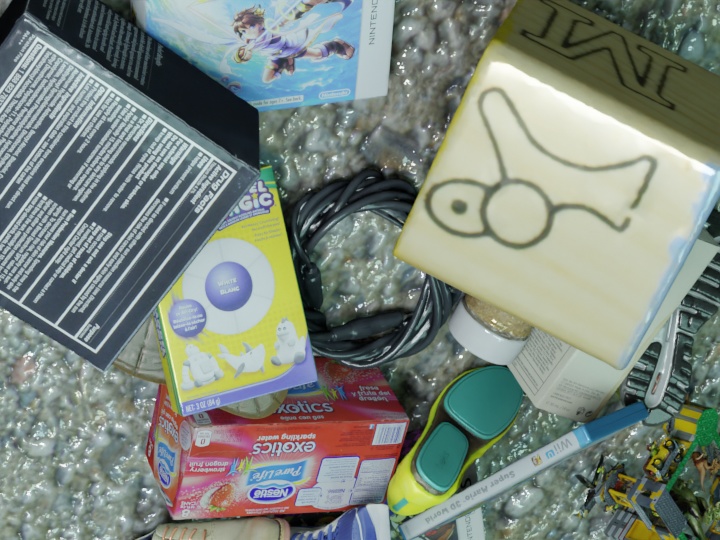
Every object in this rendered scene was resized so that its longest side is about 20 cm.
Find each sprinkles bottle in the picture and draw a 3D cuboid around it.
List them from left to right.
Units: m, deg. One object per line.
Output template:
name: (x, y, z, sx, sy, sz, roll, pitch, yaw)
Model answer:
sprinkles bottle: (0.150, -0.017, 1.732, 0.068, 0.068, 0.201, 16, 116, -33)

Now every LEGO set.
LEGO set: (0.287, 0.207, 1.958, 0.200, 0.115, 0.154, 45, 69, -44)

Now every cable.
cable: (0.000, 0.000, 1.695, 0.163, 0.051, 0.200, -43, 133, 15)

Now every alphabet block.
alphabet block: (0.165, -0.075, 1.564, 0.199, 0.196, 0.196, 27, 114, 3)

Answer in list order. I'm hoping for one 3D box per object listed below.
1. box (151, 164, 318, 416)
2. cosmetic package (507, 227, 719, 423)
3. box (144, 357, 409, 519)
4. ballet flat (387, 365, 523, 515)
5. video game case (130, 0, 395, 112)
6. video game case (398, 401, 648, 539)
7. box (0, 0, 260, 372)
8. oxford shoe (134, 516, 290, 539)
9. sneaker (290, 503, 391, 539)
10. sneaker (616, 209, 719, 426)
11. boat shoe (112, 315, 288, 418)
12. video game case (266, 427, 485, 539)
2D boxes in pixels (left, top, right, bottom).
box: (-0.110, 0.001, 1.586, 0.116, 0.048, 0.202, -15, 95, -15)
cosmetic package: (0.209, 0.021, 1.766, 0.073, 0.104, 0.201, 20, 115, -35)
box: (-0.072, 0.140, 1.724, 0.198, 0.096, 0.100, 0, 124, -25)
ballet flat: (0.077, 0.150, 1.779, 0.067, 0.200, 0.067, 42, 128, 2)
video game case: (-0.071, -0.205, 1.508, 0.198, 0.046, 0.182, -9, 126, -19)
video game case: (0.142, 0.173, 1.762, 0.199, 0.018, 0.143, -32, 169, 27)
box: (-0.205, -0.072, 1.453, 0.198, 0.123, 0.200, 34, 110, -17)
oxford shoe: (-0.139, 0.246, 1.738, 0.074, 0.071, 0.199, 30, 142, -32)
sneaker: (-0.037, 0.254, 1.751, 0.114, 0.081, 0.199, -1, 164, -11)
sneaker: (0.272, 0.035, 1.829, 0.078, 0.090, 0.201, 23, 92, -12)
boat shoe: (-0.152, 0.054, 1.640, 0.199, 0.066, 0.074, 32, 98, -16)
video game case: (0.017, 0.240, 1.878, 0.199, 0.036, 0.182, -18, 128, -12)
